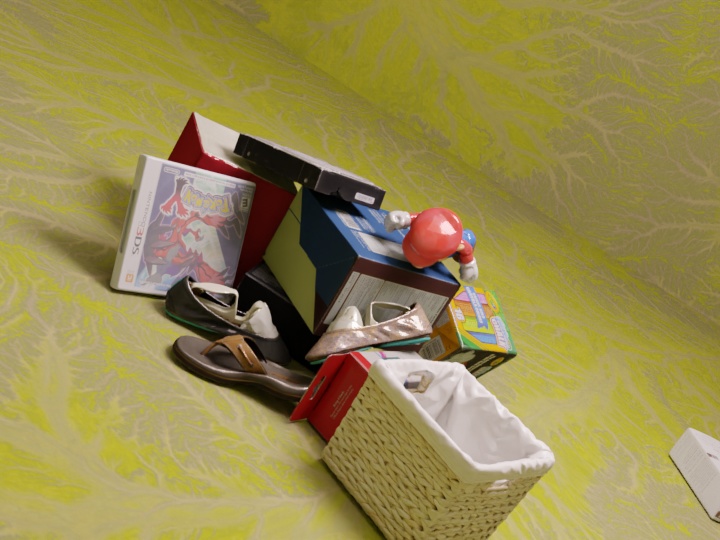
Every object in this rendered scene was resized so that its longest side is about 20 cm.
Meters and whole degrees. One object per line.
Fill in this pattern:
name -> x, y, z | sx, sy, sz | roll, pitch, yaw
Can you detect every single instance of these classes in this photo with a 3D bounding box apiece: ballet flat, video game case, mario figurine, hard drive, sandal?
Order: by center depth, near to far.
sandal -> -0.144, 0.117, 1.400 | 0.199, 0.055, 0.082 | 20, 16, -7
ballet flat -> 0.006, 0.079, 1.460 | 0.199, 0.068, 0.068 | -9, 84, -35
ballet flat -> -0.171, 0.067, 1.480 | 0.199, 0.069, 0.068 | 27, 19, -18
video game case -> -0.242, -0.052, 1.501 | 0.023, 0.184, 0.199 | 16, 3, 42
mario figurine -> 0.101, -0.034, 1.535 | 0.123, 0.107, 0.200 | 0, 1, 16
hard drive -> -0.075, -0.146, 1.575 | 0.139, 0.038, 0.199 | 14, 9, -45

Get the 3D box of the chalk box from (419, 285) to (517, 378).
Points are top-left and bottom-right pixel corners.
chalk box -> 0.166, 0.107, 1.780 | 0.199, 0.125, 0.125 | 11, 54, -48

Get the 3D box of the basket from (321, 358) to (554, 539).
basket -> 0.095, 0.233, 1.345 | 0.198, 0.161, 0.200 | 8, 29, -51

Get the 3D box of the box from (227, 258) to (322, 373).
box -> -0.083, 0.068, 1.604 | 0.199, 0.079, 0.141 | 33, 22, 4

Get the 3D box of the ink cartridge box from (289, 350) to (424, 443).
ink cartridge box -> 0.010, 0.171, 1.433 | 0.067, 0.117, 0.199 | 43, 22, 30

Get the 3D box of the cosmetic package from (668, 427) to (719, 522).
cosmetic package -> 0.666, 0.390, 2.008 | 0.101, 0.074, 0.200 | 24, 19, -21

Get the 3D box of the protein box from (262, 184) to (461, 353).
protein box -> 0.000, 0.000, 1.577 | 0.199, 0.135, 0.199 | 16, 25, -38

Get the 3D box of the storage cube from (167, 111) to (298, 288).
storage cube -> -0.218, -0.107, 1.672 | 0.170, 0.180, 0.200 | 24, 19, -24
